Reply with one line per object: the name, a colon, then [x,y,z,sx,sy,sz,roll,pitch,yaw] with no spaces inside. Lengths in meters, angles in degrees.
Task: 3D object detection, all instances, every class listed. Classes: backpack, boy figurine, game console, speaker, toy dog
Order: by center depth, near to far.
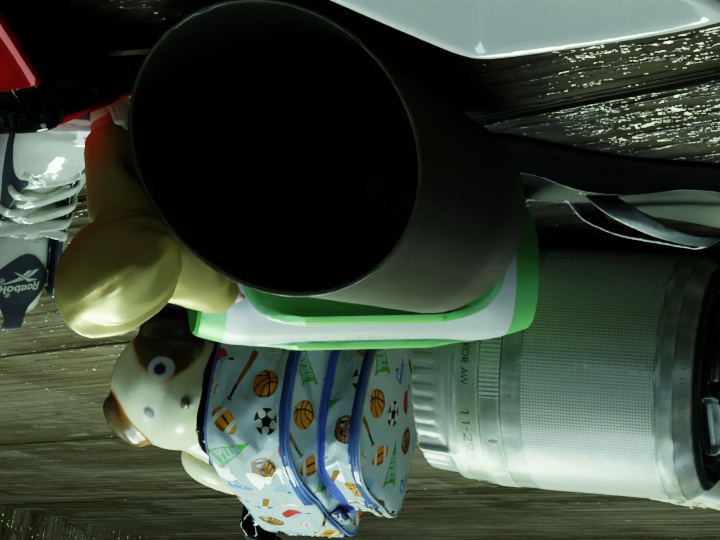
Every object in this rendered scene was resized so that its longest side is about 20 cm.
boy figurine: [-0.106,-0.022,1.380,0.064,0.200,0.124,-31,108,23]
game console: [-0.234,-0.134,1.386,0.199,0.119,0.172,0,-163,31]
speaker: [0.000,0.000,1.524,0.199,0.089,0.088,-1,169,-11]
backpack: [-0.041,0.101,1.961,0.153,0.201,0.190,-4,157,25]
toy dog: [-0.117,0.103,2.173,0.200,0.140,0.194,19,-161,-48]

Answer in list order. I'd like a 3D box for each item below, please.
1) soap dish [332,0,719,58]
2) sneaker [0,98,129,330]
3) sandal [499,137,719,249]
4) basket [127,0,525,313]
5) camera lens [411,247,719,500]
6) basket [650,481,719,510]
soap dish: [0.041,-0.151,1.001,0.157,0.082,0.199,-5,162,44]
sneaker: [-0.192,-0.032,1.531,0.079,0.130,0.199,2,173,-37]
sandal: [0.155,-0.037,1.528,0.199,0.043,0.076,8,168,-3]
basket: [-0.002,-0.048,1.374,0.180,0.136,0.200,36,-172,26]
camera lens: [0.149,0.066,1.726,0.199,0.161,0.160,3,167,19]
basket: [0.232,0.100,1.900,0.199,0.136,0.123,17,168,-39]
